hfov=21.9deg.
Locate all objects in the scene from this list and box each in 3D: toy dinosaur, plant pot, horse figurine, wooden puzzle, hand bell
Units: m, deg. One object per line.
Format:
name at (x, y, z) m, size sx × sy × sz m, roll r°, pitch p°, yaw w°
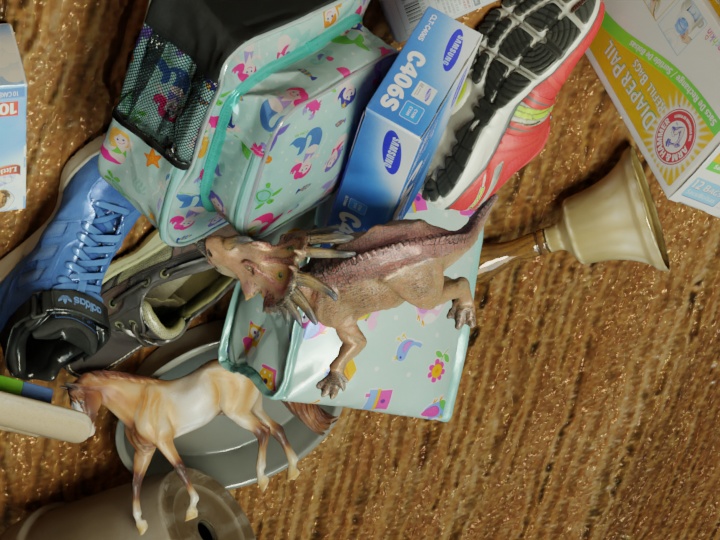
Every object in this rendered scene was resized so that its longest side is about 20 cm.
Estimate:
toy dinosaur at (0.007, -0.002, 1.202) m, size 0.198 × 0.086 × 0.136 m, roll -23°, pitch 150°, yaw -3°
plant pot at (-0.182, 0.257, 1.543) m, size 0.173 × 0.201 × 0.199 m, roll -35°, pitch 139°, yaw 25°
horse figurine at (-0.122, 0.120, 1.459) m, size 0.198 × 0.134 × 0.050 m, roll -18°, pitch 178°, yaw -12°
wooden puzzle at (-0.321, 0.086, 1.368) m, size 0.184 × 0.047 × 0.199 m, roll 19°, pitch 165°, yaw -40°
hand bell at (0.142, -0.021, 1.513) m, size 0.198 × 0.105 × 0.104 m, roll -18°, pitch 142°, yaw 14°

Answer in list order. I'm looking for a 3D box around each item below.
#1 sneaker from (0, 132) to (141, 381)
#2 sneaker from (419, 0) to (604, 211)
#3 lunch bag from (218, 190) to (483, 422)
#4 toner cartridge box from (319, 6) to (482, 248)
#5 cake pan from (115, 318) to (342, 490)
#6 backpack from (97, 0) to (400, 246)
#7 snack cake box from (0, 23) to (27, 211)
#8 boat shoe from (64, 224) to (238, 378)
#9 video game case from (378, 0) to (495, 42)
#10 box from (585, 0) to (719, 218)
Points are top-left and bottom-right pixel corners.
sneaker at (-0.196, -0.002, 1.333) m, size 0.076 × 0.112 × 0.200 m, roll 24°, pitch 122°, yaw -41°
sneaker at (0.115, -0.128, 1.367) m, size 0.084 × 0.077 × 0.201 m, roll 14°, pitch 121°, yaw -46°
lunch bag at (0.000, 0.000, 1.418) m, size 0.169 × 0.122 × 0.202 m, roll 9°, pitch 97°, yaw -31°
toner cartridge box at (0.024, -0.081, 1.256) m, size 0.043 × 0.095 × 0.200 m, roll 27°, pitch 152°, yaw 4°
cake pan at (-0.111, 0.110, 1.555) m, size 0.198 × 0.037 × 0.201 m, roll -13°, pitch 140°, yaw -12°
backpack at (-0.079, -0.109, 1.232) m, size 0.177 × 0.151 × 0.200 m, roll -33°, pitch 164°, yaw -45°
snack cake box at (-0.320, -0.090, 1.212) m, size 0.198 × 0.068 × 0.116 m, roll -8°, pitch 137°, yaw -17°
boat shoe at (-0.160, 0.024, 1.415) m, size 0.200 × 0.065 × 0.073 m, roll -43°, pitch 138°, yaw 24°
video game case at (0.079, -0.261, 1.248) m, size 0.181 × 0.022 × 0.201 m, roll -23°, pitch 139°, yaw 1°
box at (0.247, -0.138, 1.321) m, size 0.112 × 0.201 × 0.102 m, roll 15°, pitch 128°, yaw -36°
